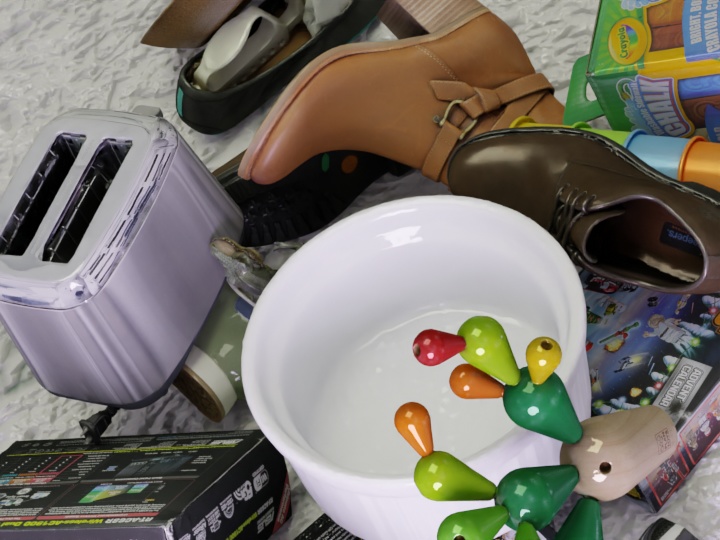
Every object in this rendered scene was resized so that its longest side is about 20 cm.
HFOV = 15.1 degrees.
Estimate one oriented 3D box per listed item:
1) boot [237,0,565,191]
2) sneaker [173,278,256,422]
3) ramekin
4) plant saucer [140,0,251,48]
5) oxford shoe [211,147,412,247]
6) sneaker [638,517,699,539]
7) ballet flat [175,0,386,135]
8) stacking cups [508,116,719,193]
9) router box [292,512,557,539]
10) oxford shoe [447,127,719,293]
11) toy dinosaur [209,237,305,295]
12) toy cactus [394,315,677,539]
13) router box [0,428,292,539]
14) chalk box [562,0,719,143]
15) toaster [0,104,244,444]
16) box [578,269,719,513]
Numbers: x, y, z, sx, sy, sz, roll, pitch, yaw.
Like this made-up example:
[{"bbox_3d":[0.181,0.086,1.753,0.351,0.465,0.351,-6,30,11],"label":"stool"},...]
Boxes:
[{"bbox_3d":[0.033,-0.086,1.764,0.200,0.077,0.155,-42,86,-18],"label":"boot"},{"bbox_3d":[-0.112,0.020,1.798,0.090,0.067,0.200,-36,45,-14],"label":"sneaker"},{"bbox_3d":[0.039,0.064,1.559,0.199,0.098,0.201,-8,51,10],"label":"ramekin"},{"bbox_3d":[-0.076,-0.223,1.945,0.200,0.035,0.200,-45,3,3],"label":"plant saucer"},{"bbox_3d":[-0.037,-0.079,1.839,0.199,0.073,0.084,-27,39,-12],"label":"oxford shoe"},{"bbox_3d":[0.114,0.213,1.486,0.086,0.080,0.200,21,63,41],"label":"sneaker"},{"bbox_3d":[-0.051,-0.173,1.925,0.200,0.068,0.068,-43,61,-10],"label":"ballet flat"},{"bbox_3d":[0.182,-0.059,1.643,0.199,0.061,0.061,6,55,33],"label":"stacking cups"},{"bbox_3d":[0.018,0.199,1.570,0.200,0.051,0.149,-40,46,-8],"label":"router box"},{"bbox_3d":[0.133,-0.037,1.592,0.199,0.073,0.084,17,16,27],"label":"oxford shoe"},{"bbox_3d":[0.000,0.000,1.745,0.199,0.048,0.088,3,18,-6],"label":"toy dinosaur"},{"bbox_3d":[0.107,0.108,1.430,0.165,0.201,0.102,-23,2,-38],"label":"toy cactus"},{"bbox_3d":[-0.161,0.155,1.653,0.199,0.063,0.150,-5,16,27],"label":"router box"},{"bbox_3d":[0.218,-0.133,1.700,0.199,0.124,0.125,-7,48,24],"label":"chalk box"},{"bbox_3d":[-0.163,-0.007,1.707,0.113,0.129,0.201,9,58,30],"label":"toaster"},{"bbox_3d":[0.182,0.037,1.630,0.137,0.040,0.200,26,67,41],"label":"box"}]
